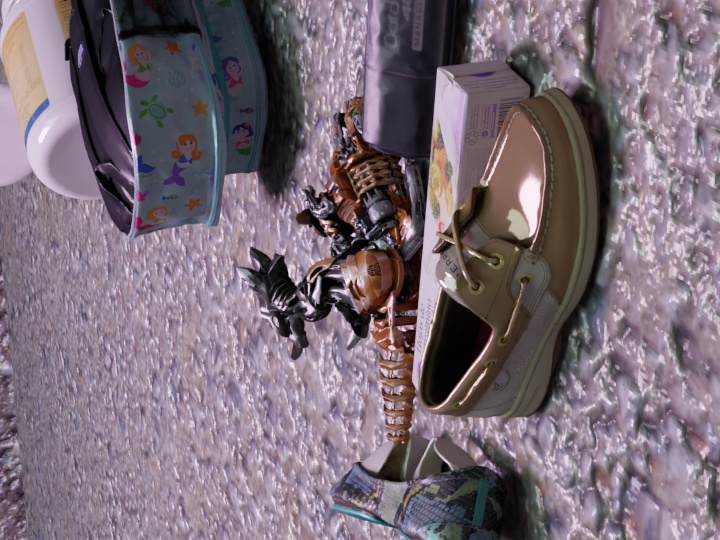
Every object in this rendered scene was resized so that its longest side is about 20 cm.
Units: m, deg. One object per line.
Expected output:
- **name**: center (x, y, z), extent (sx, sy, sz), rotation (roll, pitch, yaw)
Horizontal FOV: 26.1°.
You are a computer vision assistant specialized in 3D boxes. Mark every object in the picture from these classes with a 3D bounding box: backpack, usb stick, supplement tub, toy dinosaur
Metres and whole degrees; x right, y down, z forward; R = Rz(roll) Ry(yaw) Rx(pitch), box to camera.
- **backpack**: center (-0.152, -0.130, 1.221), extent (0.178, 0.149, 0.201), rotation (106, 156, -54)
- **usb stick**: center (0.030, -0.157, 0.868), extent (0.055, 0.033, 0.202), rotation (14, 120, 20)
- **supplement tub**: center (-0.263, -0.185, 1.485), extent (0.145, 0.143, 0.201), rotation (108, 147, -51)
- **toy dinosaur**: center (0.000, 0.000, 0.960), extent (0.135, 0.102, 0.202), rotation (-21, 56, 52)
- **supplement tub**: center (-0.532, -0.196, 2.230), extent (0.200, 0.143, 0.146), rotation (-168, 70, -68)

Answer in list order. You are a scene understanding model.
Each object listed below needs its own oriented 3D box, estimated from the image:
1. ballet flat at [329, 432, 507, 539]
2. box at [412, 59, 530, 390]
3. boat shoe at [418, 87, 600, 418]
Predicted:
- **ballet flat**: center (0.038, 0.135, 0.960), extent (0.200, 0.074, 0.075), rotation (-176, 78, -68)
- **box**: center (0.059, -0.016, 0.856), extent (0.039, 0.041, 0.202), rotation (-127, 33, -53)
- **boat shoe**: center (0.071, 0.001, 0.792), extent (0.074, 0.066, 0.201), rotation (-123, 31, -47)
